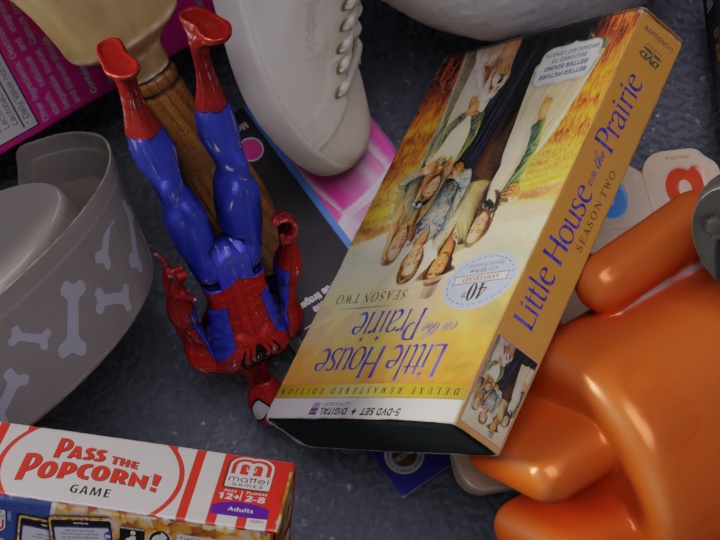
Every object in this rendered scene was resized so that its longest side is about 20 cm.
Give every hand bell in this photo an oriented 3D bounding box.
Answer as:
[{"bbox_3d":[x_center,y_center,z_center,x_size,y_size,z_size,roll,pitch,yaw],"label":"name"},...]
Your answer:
[{"bbox_3d":[-0.087,-0.078,0.818,0.104,0.200,0.104,-23,28,13],"label":"hand bell"}]

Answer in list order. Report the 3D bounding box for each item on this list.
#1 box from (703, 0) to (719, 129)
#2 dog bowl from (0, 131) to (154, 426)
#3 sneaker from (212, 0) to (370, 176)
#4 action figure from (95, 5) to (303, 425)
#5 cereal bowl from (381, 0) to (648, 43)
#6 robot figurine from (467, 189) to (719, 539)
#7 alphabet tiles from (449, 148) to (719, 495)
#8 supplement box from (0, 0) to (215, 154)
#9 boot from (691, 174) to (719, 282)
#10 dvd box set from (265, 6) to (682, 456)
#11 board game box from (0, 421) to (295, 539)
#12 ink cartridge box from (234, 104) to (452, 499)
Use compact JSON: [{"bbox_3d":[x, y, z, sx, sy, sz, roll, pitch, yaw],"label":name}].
[{"bbox_3d":[0.273,-0.076,0.887,0.199,0.048,0.159,-2,69,-7],"label":"box"},{"bbox_3d":[-0.177,0.022,0.809,0.200,0.200,0.059,-40,115,-13],"label":"dog bowl"},{"bbox_3d":[-0.017,-0.123,0.809,0.084,0.201,0.073,-6,43,19],"label":"sneaker"},{"bbox_3d":[-0.060,-0.011,0.803,0.065,0.201,0.052,-27,39,-16],"label":"action figure"},{"bbox_3d":[0.055,-0.175,0.907,0.199,0.084,0.201,13,42,-12],"label":"cereal bowl"},{"bbox_3d":[0.144,0.057,0.784,0.199,0.117,0.144,-28,72,-20],"label":"robot figurine"},{"bbox_3d":[0.130,0.041,0.856,0.199,0.015,0.197,-8,72,-13],"label":"alphabet tiles"},{"bbox_3d":[-0.156,-0.140,0.888,0.199,0.104,0.101,-30,36,-10],"label":"supplement box"},{"bbox_3d":[0.235,-0.047,0.769,0.164,0.066,0.200,15,37,13],"label":"boot"},{"bbox_3d":[0.046,-0.015,0.803,0.029,0.146,0.201,36,69,-26],"label":"dvd box set"},{"bbox_3d":[-0.108,0.159,0.745,0.151,0.201,0.046,8,31,4],"label":"board game box"},{"bbox_3d":[0.000,0.000,0.885,0.094,0.037,0.200,-33,74,-12],"label":"ink cartridge box"}]
